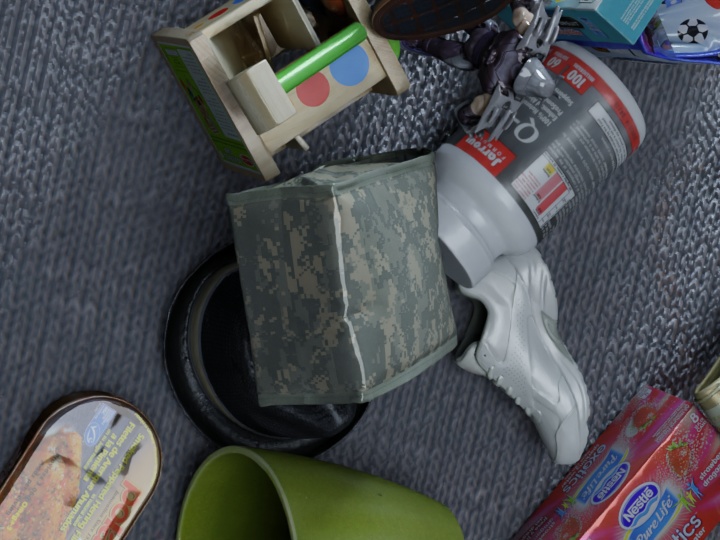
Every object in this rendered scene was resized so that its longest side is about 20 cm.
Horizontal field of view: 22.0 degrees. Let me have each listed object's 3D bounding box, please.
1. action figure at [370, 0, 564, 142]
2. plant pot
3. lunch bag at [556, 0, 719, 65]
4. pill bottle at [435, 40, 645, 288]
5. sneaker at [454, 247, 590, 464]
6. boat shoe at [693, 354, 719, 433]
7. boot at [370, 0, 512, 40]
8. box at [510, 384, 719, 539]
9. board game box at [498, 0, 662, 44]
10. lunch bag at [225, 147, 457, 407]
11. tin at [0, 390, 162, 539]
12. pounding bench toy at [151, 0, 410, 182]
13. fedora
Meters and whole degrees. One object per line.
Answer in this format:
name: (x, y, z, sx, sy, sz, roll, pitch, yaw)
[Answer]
action figure: (0.095, -0.179, 1.466, 0.069, 0.200, 0.131, 30, 96, -48)
plant pot: (-0.020, 0.236, 1.505, 0.199, 0.187, 0.189, 2, 97, -35)
lunch bag: (0.272, -0.235, 1.540, 0.199, 0.170, 0.125, -30, 108, -15)
pill bottle: (0.132, -0.086, 1.538, 0.200, 0.116, 0.116, -43, 110, -10)
sneaker: (0.132, 0.079, 1.593, 0.099, 0.078, 0.202, -20, 95, -9)
boat shoe: (0.349, 0.062, 1.632, 0.063, 0.073, 0.201, 44, 54, -14)
boot: (0.087, -0.252, 1.414, 0.199, 0.097, 0.075, -26, 142, 2)
box: (0.239, 0.212, 1.632, 0.200, 0.095, 0.100, -47, 109, -8)
board game box: (0.199, -0.259, 1.492, 0.047, 0.200, 0.152, 36, 85, -21)
lunch bag: (0.000, 0.000, 1.406, 0.199, 0.117, 0.166, -20, 103, -56)
tin: (-0.240, 0.190, 1.485, 0.112, 0.042, 0.201, 35, 85, -17)
pounding bench toy: (-0.045, -0.163, 1.417, 0.155, 0.200, 0.125, -33, 107, -12)
fedora: (-0.061, 0.072, 1.502, 0.199, 0.092, 0.203, -3, 99, -19)
